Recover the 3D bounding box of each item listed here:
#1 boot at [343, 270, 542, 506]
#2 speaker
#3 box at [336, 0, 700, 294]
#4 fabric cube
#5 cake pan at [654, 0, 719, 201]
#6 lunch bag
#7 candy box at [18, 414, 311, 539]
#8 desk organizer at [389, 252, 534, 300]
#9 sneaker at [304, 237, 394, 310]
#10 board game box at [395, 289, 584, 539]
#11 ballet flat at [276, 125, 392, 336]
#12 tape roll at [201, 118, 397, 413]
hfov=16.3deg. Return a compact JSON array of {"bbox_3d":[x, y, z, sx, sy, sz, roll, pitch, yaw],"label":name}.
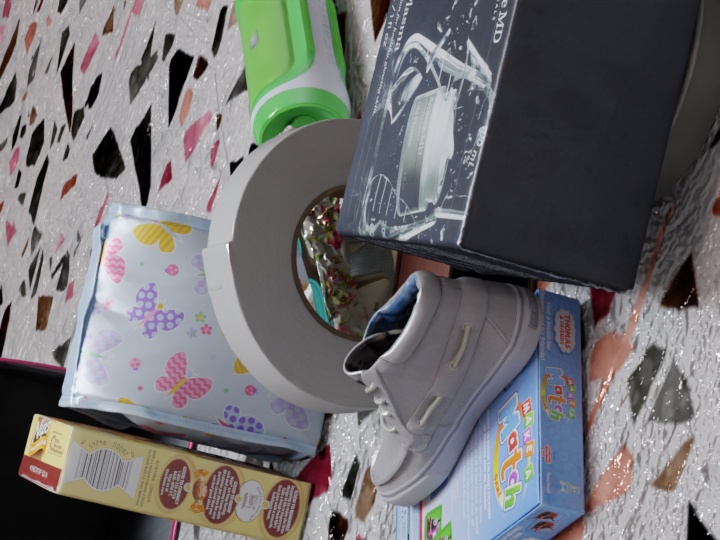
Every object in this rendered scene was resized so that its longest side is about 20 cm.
[{"bbox_3d":[0.029,0.071,1.608,0.200,0.095,0.074,-58,27,37],"label":"boot"},{"bbox_3d":[-0.057,-0.175,2.089,0.200,0.088,0.088,-100,32,-46],"label":"speaker"},{"bbox_3d":[0.094,-0.099,1.525,0.197,0.124,0.200,8,85,66],"label":"box"},{"bbox_3d":[-0.279,0.189,2.258,0.199,0.196,0.200,175,107,-69],"label":"fabric cube"},{"bbox_3d":[0.172,-0.125,1.560,0.200,0.037,0.201,-165,90,-69],"label":"cake pan"},{"bbox_3d":[-0.125,0.048,1.961,0.127,0.200,0.170,165,116,-65],"label":"lunch bag"},{"bbox_3d":[-0.152,0.162,1.952,0.115,0.200,0.055,8,83,68],"label":"candy box"},{"bbox_3d":[0.080,-0.057,1.701,0.077,0.072,0.200,-20,59,62],"label":"desk organizer"},{"bbox_3d":[0.000,0.000,1.853,0.200,0.074,0.116,-52,5,8],"label":"sneaker"},{"bbox_3d":[0.080,0.124,1.629,0.200,0.037,0.151,133,145,-52],"label":"board game box"},{"bbox_3d":[-0.012,-0.007,1.758,0.076,0.064,0.200,-137,33,-83],"label":"ballet flat"},{"bbox_3d":[-0.011,-0.003,1.707,0.037,0.203,0.203,-13,65,56],"label":"tape roll"}]
